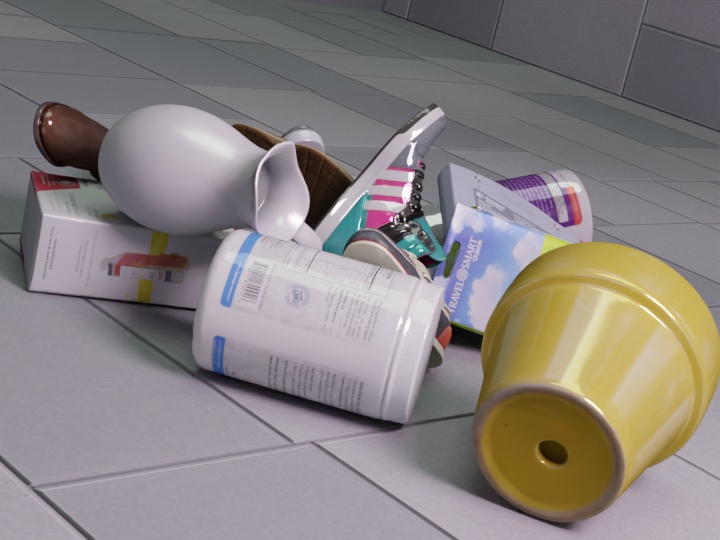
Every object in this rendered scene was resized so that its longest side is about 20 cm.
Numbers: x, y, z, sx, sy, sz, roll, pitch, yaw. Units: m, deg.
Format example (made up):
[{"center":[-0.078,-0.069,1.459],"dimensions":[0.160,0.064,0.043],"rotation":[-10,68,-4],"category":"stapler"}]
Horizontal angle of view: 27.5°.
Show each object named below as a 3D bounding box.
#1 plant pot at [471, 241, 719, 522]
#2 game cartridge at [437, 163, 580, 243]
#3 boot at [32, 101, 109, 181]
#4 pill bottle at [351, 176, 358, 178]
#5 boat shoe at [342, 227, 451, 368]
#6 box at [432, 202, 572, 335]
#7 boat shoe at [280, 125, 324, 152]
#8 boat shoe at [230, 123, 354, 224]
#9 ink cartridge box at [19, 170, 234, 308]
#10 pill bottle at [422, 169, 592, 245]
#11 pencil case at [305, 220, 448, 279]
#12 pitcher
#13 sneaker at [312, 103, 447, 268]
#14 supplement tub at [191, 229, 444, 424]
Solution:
[{"center":[0.182,0.104,1.222],"dimensions":[0.200,0.201,0.189],"rotation":[18,33,17],"category":"plant pot"},{"center":[0.169,-0.036,1.625],"dimensions":[0.200,0.040,0.134],"rotation":[30,36,-23],"category":"game cartridge"},{"center":[-0.207,-0.123,1.496],"dimensions":[0.199,0.065,0.186],"rotation":[5,-10,24],"category":"boot"},{"center":[-0.082,-0.070,1.685],"dimensions":[0.199,0.116,0.116],"rotation":[4,18,-26],"category":"pill bottle"},{"center":[0.038,0.017,1.394],"dimensions":[0.071,0.063,0.200],"rotation":[1,-34,28],"category":"boat shoe"},{"center":[0.163,0.015,1.531],"dimensions":[0.199,0.122,0.048],"rotation":[19,-4,-18],"category":"box"},{"center":[-0.094,-0.127,1.767],"dimensions":[0.068,0.057,0.200],"rotation":[-1,-24,-18],"category":"boat shoe"},{"center":[-0.060,-0.101,1.571],"dimensions":[0.200,0.072,0.072],"rotation":[27,14,33],"category":"boat shoe"},{"center":[-0.236,-0.030,1.490],"dimensions":[0.199,0.084,0.145],"rotation":[8,18,-20],"category":"ink cartridge box"},{"center":[0.165,-0.051,1.747],"dimensions":[0.199,0.112,0.111],"rotation":[-11,23,-15],"category":"pill bottle"},{"center":[0.000,0.000,1.565],"dimensions":[0.199,0.091,0.083],"rotation":[11,44,-3],"category":"pencil case"},{"center":[-0.138,-0.073,1.398],"dimensions":[0.199,0.121,0.172],"rotation":[15,-29,30],"category":"pitcher"},{"center":[0.048,-0.060,1.462],"dimensions":[0.121,0.200,0.084],"rotation":[41,-8,0],"category":"sneaker"},{"center":[-0.037,0.049,1.302],"dimensions":[0.199,0.132,0.132],"rotation":[16,17,6],"category":"supplement tub"}]
